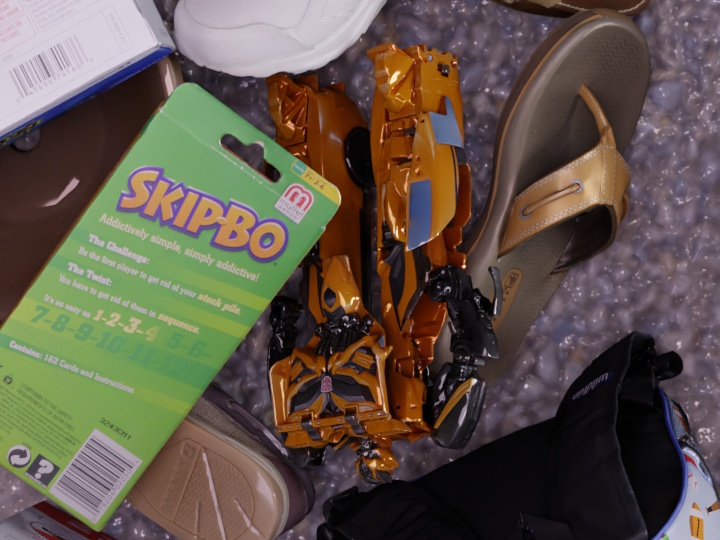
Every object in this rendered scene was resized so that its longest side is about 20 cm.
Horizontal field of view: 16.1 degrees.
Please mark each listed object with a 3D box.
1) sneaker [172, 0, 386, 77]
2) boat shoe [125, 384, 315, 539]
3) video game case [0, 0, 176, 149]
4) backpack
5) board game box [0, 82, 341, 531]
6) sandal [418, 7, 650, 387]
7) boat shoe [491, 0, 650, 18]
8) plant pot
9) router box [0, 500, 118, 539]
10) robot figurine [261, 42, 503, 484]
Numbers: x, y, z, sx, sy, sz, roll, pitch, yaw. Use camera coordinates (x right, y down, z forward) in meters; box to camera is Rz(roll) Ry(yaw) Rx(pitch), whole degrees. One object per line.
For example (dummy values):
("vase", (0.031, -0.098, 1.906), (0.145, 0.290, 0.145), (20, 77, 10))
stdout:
("sneaker", (-0.007, -0.168, 1.196), (0.199, 0.100, 0.078), (-32, 52, -14))
("boat shoe", (-0.107, 0.074, 1.259), (0.199, 0.065, 0.072), (31, 104, 25))
("video game case", (-0.214, -0.136, 1.184), (0.199, 0.045, 0.182), (-28, 89, 7))
("backpack", (0.089, 0.148, 1.170), (0.199, 0.191, 0.155), (-30, 100, 7))
("board game box", (-0.102, 0.016, 1.187), (0.095, 0.030, 0.200), (35, 102, -10))
("sandal", (0.093, -0.026, 1.216), (0.054, 0.080, 0.201), (33, 103, 44))
("boat shoe", (0.076, -0.152, 1.165), (0.074, 0.199, 0.076), (40, 107, 42))
("plant pot", (-0.177, -0.067, 1.249), (0.199, 0.093, 0.203), (0, 91, 7))
("router box", (-0.096, 0.185, 1.202), (0.199, 0.179, 0.049), (27, 95, 6))
("robot figurine", (0.000, 0.000, 1.211), (0.144, 0.058, 0.202), (-12, 73, 41))
